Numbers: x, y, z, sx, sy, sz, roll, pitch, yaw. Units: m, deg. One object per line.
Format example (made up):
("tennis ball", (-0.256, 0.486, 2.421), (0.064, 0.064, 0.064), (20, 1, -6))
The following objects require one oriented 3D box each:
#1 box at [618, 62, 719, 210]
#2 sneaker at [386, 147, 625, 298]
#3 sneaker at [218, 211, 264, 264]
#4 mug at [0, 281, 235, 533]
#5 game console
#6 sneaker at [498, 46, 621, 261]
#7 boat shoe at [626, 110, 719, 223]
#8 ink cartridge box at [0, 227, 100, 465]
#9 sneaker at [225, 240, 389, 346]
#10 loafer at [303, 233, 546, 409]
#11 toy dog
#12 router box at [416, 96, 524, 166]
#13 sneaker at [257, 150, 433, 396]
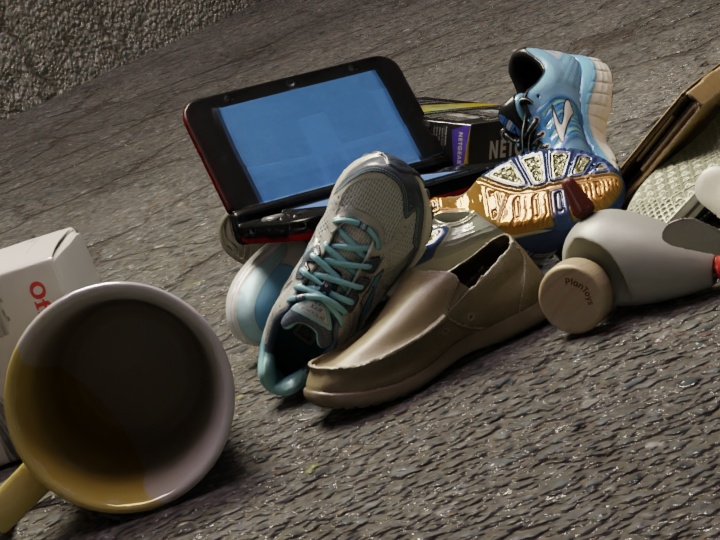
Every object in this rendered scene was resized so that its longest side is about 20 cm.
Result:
("box", (0.255, -0.111, 1.744), (0.200, 0.021, 0.164), (-37, -14, -50))
("sneaker", (0.105, -0.022, 1.620), (0.198, 0.088, 0.076), (-17, 41, 21))
("sneaker", (-0.025, -0.048, 1.982), (0.198, 0.076, 0.106), (-9, 10, 1))
("mug", (-0.176, 0.081, 1.516), (0.185, 0.151, 0.153), (-13, 5, -2))
("game console", (-0.010, -0.099, 1.730), (0.199, 0.120, 0.172), (-17, 6, -26))
("sneaker", (0.140, -0.091, 1.699), (0.079, 0.089, 0.201), (-52, 26, 41))
("boat shoe", (0.268, -0.069, 1.657), (0.200, 0.063, 0.074), (-44, 25, -26))
("ink cartridge box", (-0.288, 0.069, 1.693), (0.198, 0.148, 0.083), (-17, 14, 10))
("sneaker", (0.000, 0.000, 1.717), (0.199, 0.080, 0.130), (-28, 14, -31))
("loafer", (0.041, 0.034, 1.540), (0.199, 0.068, 0.076), (-26, 15, -26))
("toy dog", (0.208, -0.030, 1.495), (0.198, 0.097, 0.132), (-17, 14, 11))
("router box", (0.072, -0.116, 1.950), (0.156, 0.053, 0.199), (8, 11, 30))
("sneaker", (-0.013, 0.011, 1.555), (0.201, 0.077, 0.086), (-64, -5, 32))
